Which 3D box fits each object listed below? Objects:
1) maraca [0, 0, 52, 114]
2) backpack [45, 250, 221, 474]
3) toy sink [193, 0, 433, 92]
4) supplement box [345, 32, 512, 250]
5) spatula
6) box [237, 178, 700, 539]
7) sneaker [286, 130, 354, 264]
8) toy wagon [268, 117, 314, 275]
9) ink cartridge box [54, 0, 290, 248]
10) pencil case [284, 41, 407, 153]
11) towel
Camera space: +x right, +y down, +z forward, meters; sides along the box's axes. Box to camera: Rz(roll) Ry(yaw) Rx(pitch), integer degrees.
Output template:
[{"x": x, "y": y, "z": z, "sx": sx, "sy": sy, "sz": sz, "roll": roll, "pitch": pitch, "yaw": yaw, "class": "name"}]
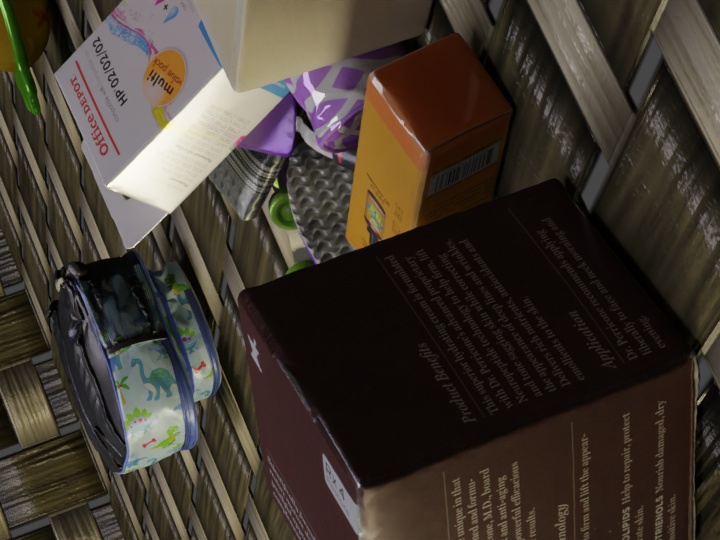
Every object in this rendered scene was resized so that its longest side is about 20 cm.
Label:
[{"x": -0.394, "y": -0.272, "z": 2.720, "sx": 0.137, "sy": 0.106, "sz": 0.202, "roll": -140, "pitch": 33, "yaw": -76, "class": "maraca"}, {"x": -0.223, "y": 0.093, "z": 2.479, "sx": 0.183, "sy": 0.146, "sz": 0.201, "roll": 122, "pitch": 131, "yaw": -70, "class": "backpack"}, {"x": -0.029, "y": -0.214, "z": 1.415, "sx": 0.200, "sy": 0.129, "sz": 0.113, "roll": 102, "pitch": 146, "yaw": -65, "class": "toy sink"}, {"x": 0.039, "y": -0.056, "z": 1.480, "sx": 0.067, "sy": 0.068, "sz": 0.200, "roll": 55, "pitch": 159, "yaw": 21, "class": "supplement box"}, {"x": -0.023, "y": -0.085, "z": 1.633, "sx": 0.199, "sy": 0.020, "sz": 0.057, "roll": 25, "pitch": 123, "yaw": 39, "class": "spatula"}, {"x": 0.060, "y": 0.085, "z": 1.329, "sx": 0.166, "sy": 0.199, "sz": 0.165, "roll": -123, "pitch": 19, "yaw": -44, "class": "box"}, {"x": 0.000, "y": 0.000, "z": 1.705, "sx": 0.100, "sy": 0.069, "sz": 0.201, "roll": 90, "pitch": 161, "yaw": -73, "class": "sneaker"}, {"x": -0.046, "y": -0.044, "z": 1.816, "sx": 0.156, "sy": 0.039, "sz": 0.201, "roll": -101, "pitch": 0, "yaw": -52, "class": "toy wagon"}, {"x": -0.133, "y": -0.124, "z": 1.656, "sx": 0.068, "sy": 0.200, "sz": 0.116, "roll": 22, "pitch": -149, "yaw": -47, "class": "ink cartridge box"}, {"x": -0.032, "y": -0.175, "z": 1.559, "sx": 0.086, "sy": 0.083, "sz": 0.201, "roll": 108, "pitch": 140, "yaw": -73, "class": "pencil case"}, {"x": -0.086, "y": -0.168, "z": 1.735, "sx": 0.200, "sy": 0.034, "sz": 0.193, "roll": 54, "pitch": 133, "yaw": 37, "class": "towel"}]
